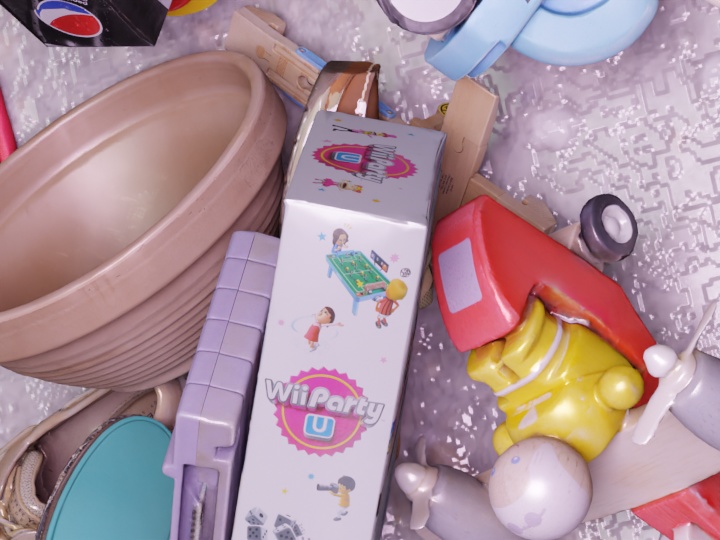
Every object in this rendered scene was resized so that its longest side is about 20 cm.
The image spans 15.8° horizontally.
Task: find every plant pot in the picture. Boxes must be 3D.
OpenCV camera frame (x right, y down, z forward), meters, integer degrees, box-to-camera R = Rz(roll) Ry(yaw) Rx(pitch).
[{"bbox_3d":[-0.107,-0.009,1.242,0.201,0.201,0.093,-27,117,17],"label":"plant pot"}]

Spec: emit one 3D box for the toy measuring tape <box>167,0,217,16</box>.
[{"bbox_3d":[-0.059,-0.167,1.259,0.200,0.074,0.074,-11,85,25],"label":"toy measuring tape"}]

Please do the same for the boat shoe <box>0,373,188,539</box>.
[{"bbox_3d":[-0.160,0.113,1.295,0.200,0.065,0.072,-39,78,14],"label":"boat shoe"}]

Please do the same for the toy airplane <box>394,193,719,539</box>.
[{"bbox_3d":[0.108,0.081,1.144,0.199,0.141,0.200,22,130,23],"label":"toy airplane"}]

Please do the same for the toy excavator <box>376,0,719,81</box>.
[{"bbox_3d":[0.126,-0.145,1.175,0.200,0.100,0.195,35,97,-11],"label":"toy excavator"}]

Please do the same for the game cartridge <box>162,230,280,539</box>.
[{"bbox_3d":[-0.065,0.095,1.166,0.038,0.130,0.200,8,130,0],"label":"game cartridge"}]

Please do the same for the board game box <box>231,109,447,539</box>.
[{"bbox_3d":[-0.010,0.047,1.137,0.064,0.148,0.200,11,108,2],"label":"board game box"}]

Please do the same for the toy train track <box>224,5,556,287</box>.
[{"bbox_3d":[0.018,-0.070,1.253,0.200,0.033,0.115,36,130,23],"label":"toy train track"}]

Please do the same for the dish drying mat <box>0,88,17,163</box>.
[{"bbox_3d":[-0.222,-0.084,1.345,0.077,0.018,0.200,-18,83,19],"label":"dish drying mat"}]

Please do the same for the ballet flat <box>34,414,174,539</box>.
[{"bbox_3d":[-0.127,0.164,1.208,0.068,0.075,0.200,15,54,-12],"label":"ballet flat"}]

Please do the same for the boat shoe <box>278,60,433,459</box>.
[{"bbox_3d":[0.000,0.000,1.236,0.074,0.076,0.200,8,108,7],"label":"boat shoe"}]

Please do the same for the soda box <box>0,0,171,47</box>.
[{"bbox_3d":[-0.106,-0.204,1.219,0.071,0.063,0.200,3,63,34],"label":"soda box"}]
